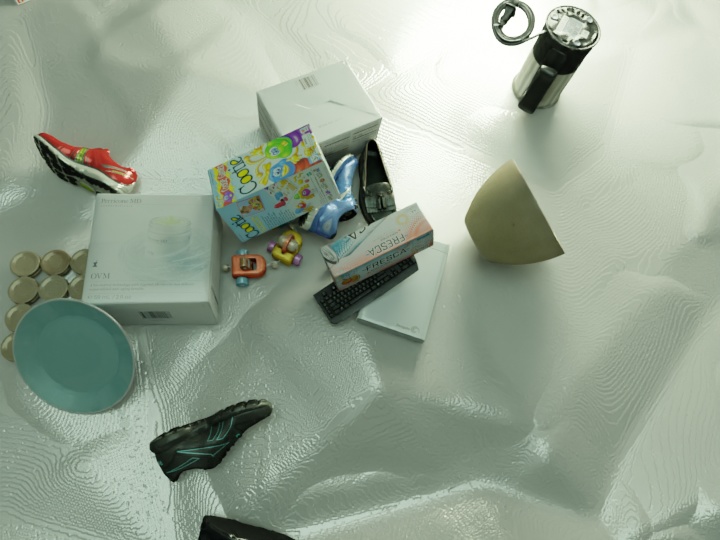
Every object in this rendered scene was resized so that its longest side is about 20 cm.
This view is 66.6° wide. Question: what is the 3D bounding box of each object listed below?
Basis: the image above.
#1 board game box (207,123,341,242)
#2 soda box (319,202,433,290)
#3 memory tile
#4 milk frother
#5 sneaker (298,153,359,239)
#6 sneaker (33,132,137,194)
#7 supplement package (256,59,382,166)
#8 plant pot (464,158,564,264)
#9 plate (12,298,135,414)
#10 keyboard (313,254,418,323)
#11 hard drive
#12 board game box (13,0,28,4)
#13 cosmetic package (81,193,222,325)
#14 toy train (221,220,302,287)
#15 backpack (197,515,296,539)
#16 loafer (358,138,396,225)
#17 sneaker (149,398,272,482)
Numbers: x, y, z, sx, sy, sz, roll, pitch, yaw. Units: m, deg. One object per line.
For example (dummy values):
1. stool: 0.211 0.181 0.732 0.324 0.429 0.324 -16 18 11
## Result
1. board game box: -0.153 -0.154 0.975 0.199 0.105 0.103 -24 56 2
2. soda box: 0.032 -0.043 0.992 0.199 0.064 0.069 -26 64 -5
3. memory tile: -0.534 0.057 0.953 0.152 0.017 0.201 -4 69 -9
4. milk frother: 0.367 -0.466 1.180 0.180 0.188 0.200 -39 78 -20
5. sneaker: -0.045 -0.142 1.071 0.089 0.078 0.201 34 60 -17
6. sneaker: -0.516 -0.204 1.037 0.199 0.077 0.085 30 57 -2
7. supplement package: -0.085 -0.299 1.098 0.199 0.111 0.156 -25 74 -16
8. plant pot: 0.278 -0.089 1.039 0.134 0.200 0.201 -30 72 20
9. plate: -0.455 0.136 0.880 0.198 0.026 0.202 1 107 2
10. keyboard: 0.000 0.000 1.022 0.199 0.021 0.127 -33 64 -8
11. hard drive: 0.083 0.023 1.039 0.131 0.027 0.201 18 68 0
12. board game box: -0.780 -0.680 1.152 0.035 0.126 0.200 -33 76 -17
13. cosmetic package: -0.349 -0.019 0.950 0.198 0.123 0.201 -1 67 -7
14. toy train: -0.181 -0.071 1.027 0.149 0.056 0.201 2 69 -7
15. backpack: -0.185 0.480 0.775 0.162 0.154 0.201 21 80 -6
16. loafer: 0.029 -0.168 1.076 0.071 0.063 0.201 -7 62 -6
17. sneaker: -0.232 0.270 0.887 0.199 0.075 0.080 -21 86 -8
